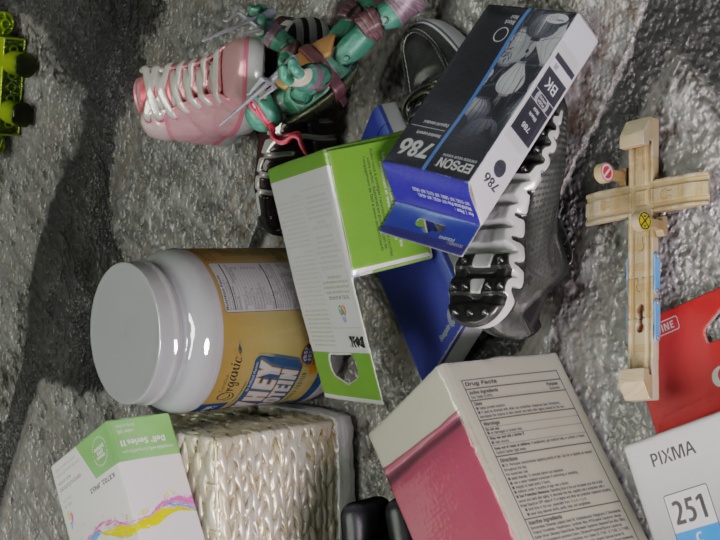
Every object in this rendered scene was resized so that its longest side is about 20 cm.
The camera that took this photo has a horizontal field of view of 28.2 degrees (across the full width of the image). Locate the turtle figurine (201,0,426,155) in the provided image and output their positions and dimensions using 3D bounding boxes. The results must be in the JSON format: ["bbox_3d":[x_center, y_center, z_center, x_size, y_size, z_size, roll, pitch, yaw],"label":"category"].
[{"bbox_3d":[-0.044,-0.179,1.193,0.199,0.101,0.150,-38,39,-6],"label":"turtle figurine"}]

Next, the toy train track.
[{"bbox_3d":[0.192,-0.010,1.011,0.114,0.032,0.202,-11,75,52],"label":"toy train track"}]

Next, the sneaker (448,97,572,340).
[{"bbox_3d":[0.125,-0.037,1.088,0.066,0.090,0.202,1,67,40],"label":"sneaker"}]

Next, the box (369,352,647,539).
[{"bbox_3d":[0.114,0.176,1.064,0.109,0.127,0.201,-48,56,41],"label":"box"}]

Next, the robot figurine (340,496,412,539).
[{"bbox_3d":[0.033,0.285,1.168,0.150,0.124,0.202,-18,78,62],"label":"robot figurine"}]

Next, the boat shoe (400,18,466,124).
[{"bbox_3d":[0.067,-0.119,1.155,0.070,0.066,0.202,-38,63,44],"label":"boat shoe"}]

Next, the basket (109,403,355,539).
[{"bbox_3d":[-0.121,0.230,1.329,0.197,0.160,0.202,1,94,49],"label":"basket"}]

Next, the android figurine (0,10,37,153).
[{"bbox_3d":[-0.475,-0.241,1.830,0.199,0.041,0.184,20,107,47],"label":"android figurine"}]

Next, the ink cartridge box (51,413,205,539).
[{"bbox_3d":[-0.192,0.240,1.238,0.117,0.067,0.202,-38,64,43],"label":"ink cartridge box"}]

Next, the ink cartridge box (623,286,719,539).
[{"bbox_3d":[0.259,0.093,0.950,0.199,0.044,0.178,-31,69,46],"label":"ink cartridge box"}]

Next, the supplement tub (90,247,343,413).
[{"bbox_3d":[-0.127,0.052,1.293,0.144,0.199,0.146,2,93,51],"label":"supplement tub"}]

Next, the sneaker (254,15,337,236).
[{"bbox_3d":[-0.069,-0.141,1.332,0.115,0.075,0.202,-141,58,-60],"label":"sneaker"}]

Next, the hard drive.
[{"bbox_3d":[0.042,-0.019,1.190,0.132,0.025,0.201,115,138,-58],"label":"hard drive"}]

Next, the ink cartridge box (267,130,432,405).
[{"bbox_3d":[0.000,0.000,1.171,0.148,0.075,0.202,174,82,-69],"label":"ink cartridge box"}]

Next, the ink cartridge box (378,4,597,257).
[{"bbox_3d":[0.087,-0.109,1.073,0.099,0.039,0.201,17,70,48],"label":"ink cartridge box"}]

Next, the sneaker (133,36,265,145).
[{"bbox_3d":[-0.151,-0.161,1.313,0.200,0.104,0.076,151,122,-69],"label":"sneaker"}]
